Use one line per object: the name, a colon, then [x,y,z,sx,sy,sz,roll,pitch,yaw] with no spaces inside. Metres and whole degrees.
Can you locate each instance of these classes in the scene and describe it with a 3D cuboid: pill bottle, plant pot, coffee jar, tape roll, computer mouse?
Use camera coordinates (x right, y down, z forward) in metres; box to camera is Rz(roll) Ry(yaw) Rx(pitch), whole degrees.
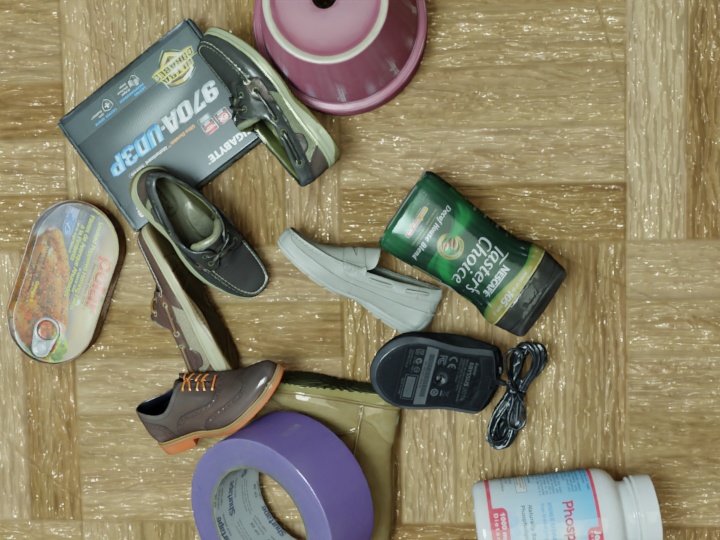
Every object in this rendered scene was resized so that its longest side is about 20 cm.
pill bottle: [0.230,0.282,1.057,0.198,0.109,0.110,-8,94,6]
plant pot: [-0.027,-0.272,1.002,0.198,0.179,0.202,1,95,5]
coffee jar: [0.127,-0.017,1.055,0.199,0.085,0.105,34,97,1]
tape roll: [-0.089,0.267,1.053,0.199,0.085,0.202,10,109,31]
computer mouse: [0.101,0.121,1.071,0.199,0.053,0.139,14,106,-15]

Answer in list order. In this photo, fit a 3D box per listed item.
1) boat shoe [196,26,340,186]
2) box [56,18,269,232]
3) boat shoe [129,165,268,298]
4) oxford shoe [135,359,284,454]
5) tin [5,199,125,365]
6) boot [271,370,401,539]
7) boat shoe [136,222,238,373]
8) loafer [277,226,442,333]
boat shoe: [-0.109,-0.177,1.027,0.201,0.072,0.066,45,70,-8]
box: [-0.226,-0.167,1.093,0.199,0.046,0.159,-36,91,6]
boat shoe: [-0.177,-0.036,1.059,0.200,0.065,0.073,43,79,-24]
oxford shoe: [-0.175,0.146,1.071,0.199,0.071,0.073,-30,116,24]
tin: [-0.350,0.014,1.124,0.111,0.042,0.201,21,96,7]
boot: [-0.039,0.228,1.100,0.174,0.066,0.202,9,97,5]
boat shoe: [-0.217,0.043,1.098,0.072,0.072,0.201,-25,103,13]
loafer: [0.000,0.000,1.076,0.199,0.070,0.070,30,102,-7]
